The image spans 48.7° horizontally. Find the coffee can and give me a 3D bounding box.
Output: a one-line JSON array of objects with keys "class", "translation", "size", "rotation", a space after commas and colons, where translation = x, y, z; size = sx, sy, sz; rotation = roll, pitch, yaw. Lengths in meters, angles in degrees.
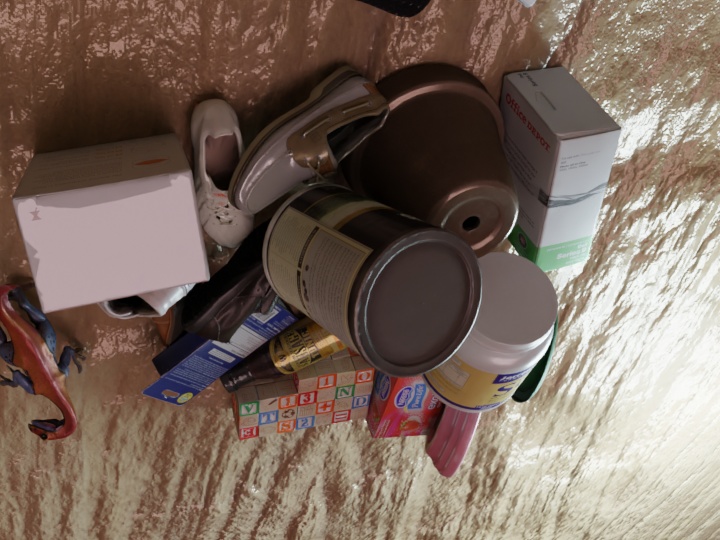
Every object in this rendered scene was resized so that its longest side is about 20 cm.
[{"class": "coffee can", "translation": [0.005, 0.002, 0.816], "size": [0.146, 0.200, 0.147], "rotation": [-12, 113, -29]}]

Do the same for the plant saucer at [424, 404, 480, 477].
[{"class": "plant saucer", "translation": [0.147, 0.217, 1.235], "size": [0.051, 0.201, 0.201], "rotation": [19, 128, 3]}]

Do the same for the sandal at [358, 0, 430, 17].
[{"class": "sandal", "translation": [-0.007, -0.302, 0.778], "size": [0.199, 0.045, 0.075], "rotation": [7, 135, -47]}]

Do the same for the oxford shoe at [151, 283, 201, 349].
[{"class": "oxford shoe", "translation": [-0.235, 0.034, 0.983], "size": [0.071, 0.071, 0.200], "rotation": [-51, 165, -36]}]

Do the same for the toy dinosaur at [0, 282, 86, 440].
[{"class": "toy dinosaur", "translation": [-0.385, 0.117, 0.922], "size": [0.105, 0.200, 0.182], "rotation": [-27, 92, -11]}]

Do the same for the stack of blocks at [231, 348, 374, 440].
[{"class": "stack of blocks", "translation": [-0.086, 0.176, 1.172], "size": [0.199, 0.059, 0.116], "rotation": [-8, 133, -16]}]

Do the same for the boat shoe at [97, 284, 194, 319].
[{"class": "boat shoe", "translation": [-0.261, 0.018, 0.871], "size": [0.199, 0.065, 0.074], "rotation": [-6, 132, 49]}]

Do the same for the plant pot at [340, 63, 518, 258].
[{"class": "plant pot", "translation": [0.091, -0.104, 0.904], "size": [0.199, 0.175, 0.201], "rotation": [-11, 135, -11]}]

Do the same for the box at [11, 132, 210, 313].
[{"class": "box", "translation": [-0.238, -0.056, 0.774], "size": [0.151, 0.200, 0.107], "rotation": [-11, 112, -13]}]

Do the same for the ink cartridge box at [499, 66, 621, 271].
[{"class": "ink cartridge box", "translation": [0.226, -0.121, 0.964], "size": [0.084, 0.146, 0.201], "rotation": [-12, 135, -13]}]

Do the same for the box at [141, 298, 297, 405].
[{"class": "box", "translation": [-0.185, 0.098, 1.030], "size": [0.200, 0.032, 0.121], "rotation": [-38, 158, 0]}]

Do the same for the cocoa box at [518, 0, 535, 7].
[{"class": "cocoa box", "translation": [0.142, -0.371, 0.703], "size": [0.131, 0.134, 0.200], "rotation": [17, 123, -34]}]

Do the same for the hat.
[{"class": "hat", "translation": [0.177, 0.077, 1.167], "size": [0.175, 0.166, 0.201], "rotation": [15, 82, -10]}]

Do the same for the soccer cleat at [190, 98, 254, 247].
[{"class": "soccer cleat", "translation": [-0.153, -0.093, 0.879], "size": [0.069, 0.078, 0.201], "rotation": [-12, 135, -12]}]

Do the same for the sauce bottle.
[{"class": "sauce bottle", "translation": [-0.099, 0.111, 1.102], "size": [0.199, 0.066, 0.066], "rotation": [-27, 136, 1]}]

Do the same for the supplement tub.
[{"class": "supplement tub", "translation": [0.157, 0.080, 1.002], "size": [0.145, 0.146, 0.200], "rotation": [-11, 153, -14]}]

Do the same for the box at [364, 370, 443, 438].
[{"class": "box", "translation": [0.073, 0.153, 1.192], "size": [0.099, 0.096, 0.201], "rotation": [1, 131, -22]}]

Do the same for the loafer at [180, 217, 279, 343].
[{"class": "loafer", "translation": [-0.120, 0.010, 0.932], "size": [0.200, 0.073, 0.071], "rotation": [-40, 124, 12]}]

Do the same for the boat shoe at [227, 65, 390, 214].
[{"class": "boat shoe", "translation": [-0.054, -0.129, 0.841], "size": [0.200, 0.068, 0.075], "rotation": [-47, 159, -7]}]
